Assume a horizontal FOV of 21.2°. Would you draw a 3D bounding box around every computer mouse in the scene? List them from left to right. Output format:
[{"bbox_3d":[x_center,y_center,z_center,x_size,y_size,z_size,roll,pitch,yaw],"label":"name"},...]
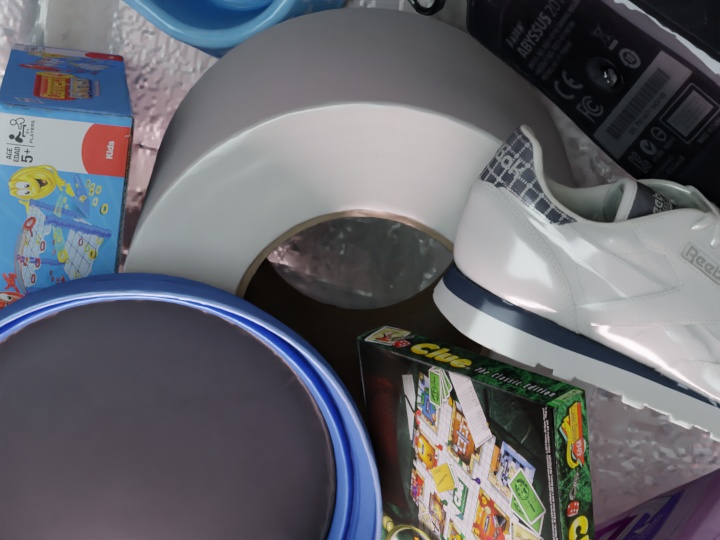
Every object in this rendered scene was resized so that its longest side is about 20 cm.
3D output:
[{"bbox_3d":[0.095,-0.105,0.737,0.200,0.053,0.139,43,150,-1],"label":"computer mouse"}]

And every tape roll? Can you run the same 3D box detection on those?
[{"bbox_3d":[0.000,0.000,0.836,0.202,0.139,0.203,0,114,-1],"label":"tape roll"}]

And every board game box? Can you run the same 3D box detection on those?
[{"bbox_3d":[-0.143,0.008,0.871,0.056,0.200,0.196,5,102,-10],"label":"board game box"},{"bbox_3d":[0.050,0.126,0.769,0.105,0.023,0.201,16,122,40],"label":"board game box"}]

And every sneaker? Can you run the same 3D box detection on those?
[{"bbox_3d":[0.131,0.014,0.732,0.199,0.076,0.081,20,101,-10],"label":"sneaker"}]

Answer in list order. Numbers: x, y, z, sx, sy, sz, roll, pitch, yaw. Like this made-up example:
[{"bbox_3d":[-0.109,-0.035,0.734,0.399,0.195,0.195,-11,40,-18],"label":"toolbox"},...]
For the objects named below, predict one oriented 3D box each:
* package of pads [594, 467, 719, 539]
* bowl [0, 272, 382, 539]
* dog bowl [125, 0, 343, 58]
[{"bbox_3d":[0.119,0.154,0.826,0.076,0.120,0.200,53,141,-1],"label":"package of pads"},{"bbox_3d":[-0.091,0.094,0.770,0.200,0.039,0.201,-2,111,-6],"label":"bowl"},{"bbox_3d":[-0.096,-0.179,0.897,0.200,0.050,0.112,38,107,5],"label":"dog bowl"}]
